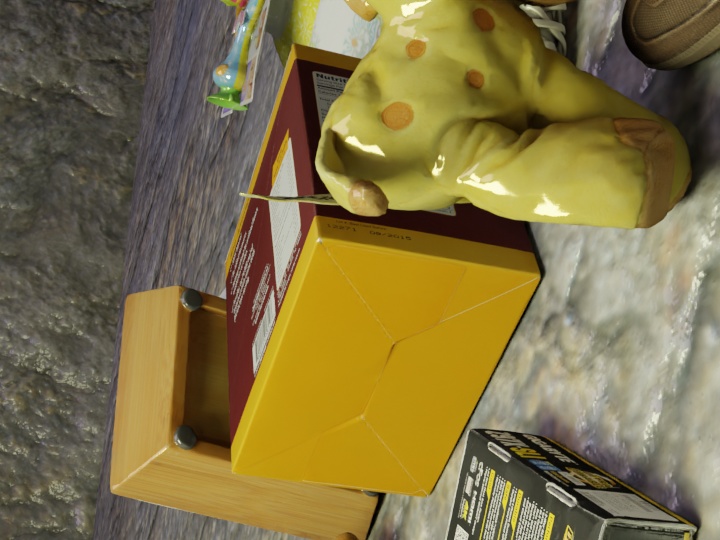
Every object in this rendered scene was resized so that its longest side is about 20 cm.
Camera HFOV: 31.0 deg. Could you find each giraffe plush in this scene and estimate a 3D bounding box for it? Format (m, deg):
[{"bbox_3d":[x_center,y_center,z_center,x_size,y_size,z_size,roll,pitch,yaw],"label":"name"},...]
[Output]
[{"bbox_3d":[0.049,-0.108,0.576,0.173,0.199,0.163,-150,62,-75],"label":"giraffe plush"}]

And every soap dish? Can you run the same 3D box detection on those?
[{"bbox_3d":[-0.076,0.102,0.936,0.081,0.199,0.158,-42,39,44],"label":"soap dish"}]

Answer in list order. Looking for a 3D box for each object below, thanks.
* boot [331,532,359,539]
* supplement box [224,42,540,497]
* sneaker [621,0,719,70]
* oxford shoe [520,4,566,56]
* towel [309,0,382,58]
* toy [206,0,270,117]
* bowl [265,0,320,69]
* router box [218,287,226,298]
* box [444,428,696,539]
[{"bbox_3d":[0.000,0.221,0.810,0.144,0.070,0.202,-101,20,-44],"label":"boot"},{"bbox_3d":[0.000,0.000,0.832,0.200,0.132,0.198,-99,24,-48],"label":"supplement box"},{"bbox_3d":[0.145,-0.160,0.529,0.200,0.075,0.071,124,151,-55],"label":"sneaker"},{"bbox_3d":[0.088,-0.131,0.734,0.058,0.075,0.201,-22,56,39],"label":"oxford shoe"},{"bbox_3d":[0.021,-0.181,0.965,0.200,0.048,0.172,51,130,52],"label":"towel"},{"bbox_3d":[-0.100,-0.235,1.086,0.115,0.047,0.201,178,100,-72],"label":"toy"},{"bbox_3d":[-0.032,-0.239,1.133,0.200,0.107,0.201,-169,90,-74],"label":"bowl"},{"bbox_3d":[-0.094,0.033,1.151,0.180,0.049,0.200,-55,9,-18],"label":"router box"},{"bbox_3d":[0.078,0.189,0.606,0.160,0.049,0.201,-159,79,-71],"label":"box"}]
